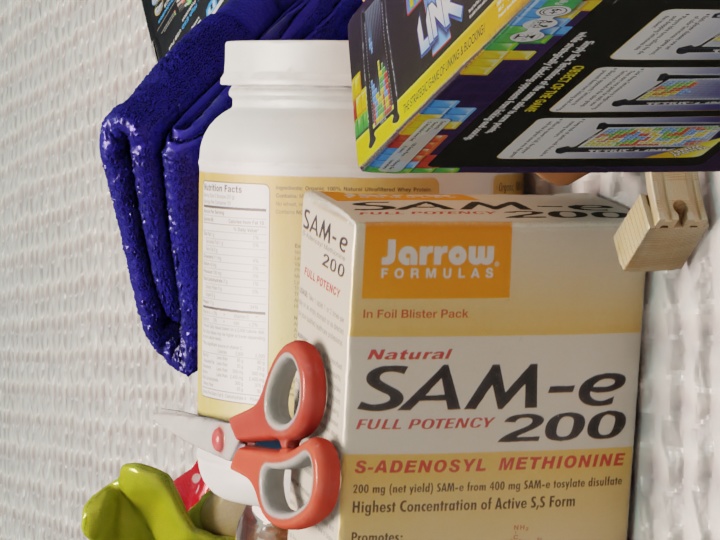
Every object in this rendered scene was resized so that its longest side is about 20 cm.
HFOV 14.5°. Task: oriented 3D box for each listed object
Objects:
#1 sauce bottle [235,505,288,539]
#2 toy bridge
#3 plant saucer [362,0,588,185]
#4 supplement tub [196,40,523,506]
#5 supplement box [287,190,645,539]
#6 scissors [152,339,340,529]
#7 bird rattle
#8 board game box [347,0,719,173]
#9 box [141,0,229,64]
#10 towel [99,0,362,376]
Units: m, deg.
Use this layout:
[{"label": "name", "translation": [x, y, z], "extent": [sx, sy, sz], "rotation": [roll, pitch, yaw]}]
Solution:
[{"label": "sauce bottle", "translation": [-0.029, 0.142, 1.362], "extent": [0.066, 0.066, 0.201], "rotation": [-141, 56, -70]}, {"label": "toy bridge", "translation": [0.103, -0.101, 1.092], "extent": [0.067, 0.027, 0.201], "rotation": [116, 149, -55]}, {"label": "plant saucer", "translation": [0.029, -0.118, 1.109], "extent": [0.200, 0.032, 0.200], "rotation": [51, -163, -22]}, {"label": "supplement tub", "translation": [0.000, 0.000, 1.245], "extent": [0.145, 0.144, 0.201], "rotation": [-168, 79, -74]}, {"label": "supplement box", "translation": [0.041, 0.071, 1.136], "extent": [0.074, 0.125, 0.201], "rotation": [-145, 56, -70]}, {"label": "scissors", "translation": [-0.053, 0.078, 1.172], "extent": [0.200, 0.014, 0.074], "rotation": [155, 111, -63]}, {"label": "bird rattle", "translation": [-0.051, 0.111, 1.498], "extent": [0.163, 0.113, 0.200], "rotation": [-56, -8, 20]}, {"label": "board game box", "translation": [0.100, -0.080, 0.850], "extent": [0.200, 0.165, 0.057], "rotation": [141, 126, -70]}, {"label": "box", "translation": [-0.049, -0.197, 1.473], "extent": [0.200, 0.046, 0.159], "rotation": [-54, 33, 29]}, {"label": "towel", "translation": [-0.044, -0.060, 1.354], "extent": [0.200, 0.049, 0.148], "rotation": [-48, -44, -44]}]
